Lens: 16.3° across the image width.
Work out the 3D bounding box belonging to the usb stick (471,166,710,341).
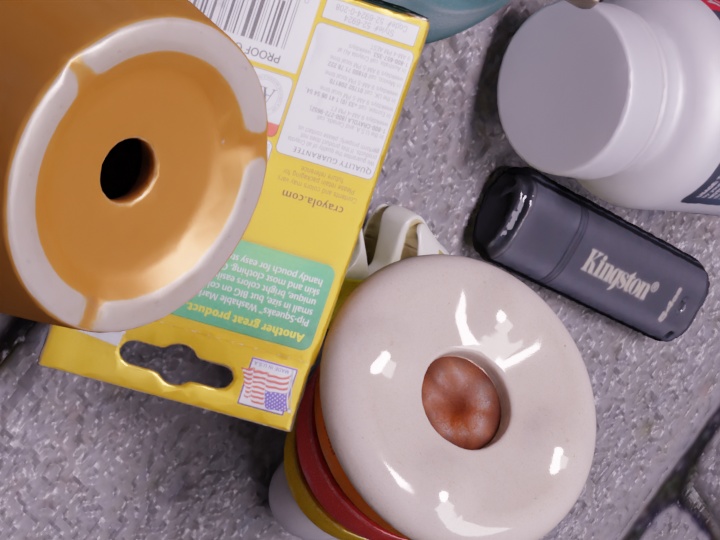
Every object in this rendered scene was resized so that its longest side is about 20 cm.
[{"bbox_3d":[0.132,-0.007,1.406,0.200,0.033,0.055,24,91,-48],"label":"usb stick"}]

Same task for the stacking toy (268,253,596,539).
[{"bbox_3d":[0.009,0.086,1.237,0.146,0.200,0.146,10,67,-26],"label":"stacking toy"}]

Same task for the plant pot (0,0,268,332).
[{"bbox_3d":[-0.140,-0.065,0.992,0.200,0.183,0.200,-21,123,-37],"label":"plant pot"}]

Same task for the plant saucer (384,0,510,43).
[{"bbox_3d":[0.052,-0.203,1.229,0.200,0.036,0.200,-22,124,-36],"label":"plant saucer"}]

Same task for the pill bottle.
[{"bbox_3d":[0.172,-0.090,1.341,0.200,0.120,0.120,3,107,-46],"label":"pill bottle"}]

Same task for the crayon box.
[{"bbox_3d":[-0.062,-0.041,1.142,0.126,0.052,0.200,16,98,-17],"label":"crayon box"}]

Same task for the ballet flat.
[{"bbox_3d":[0.000,0.000,1.254,0.200,0.067,0.067,-2,108,-43],"label":"ballet flat"}]

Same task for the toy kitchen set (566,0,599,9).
[{"bbox_3d":[0.185,-0.173,1.249,0.200,0.163,0.181,28,65,-12],"label":"toy kitchen set"}]
